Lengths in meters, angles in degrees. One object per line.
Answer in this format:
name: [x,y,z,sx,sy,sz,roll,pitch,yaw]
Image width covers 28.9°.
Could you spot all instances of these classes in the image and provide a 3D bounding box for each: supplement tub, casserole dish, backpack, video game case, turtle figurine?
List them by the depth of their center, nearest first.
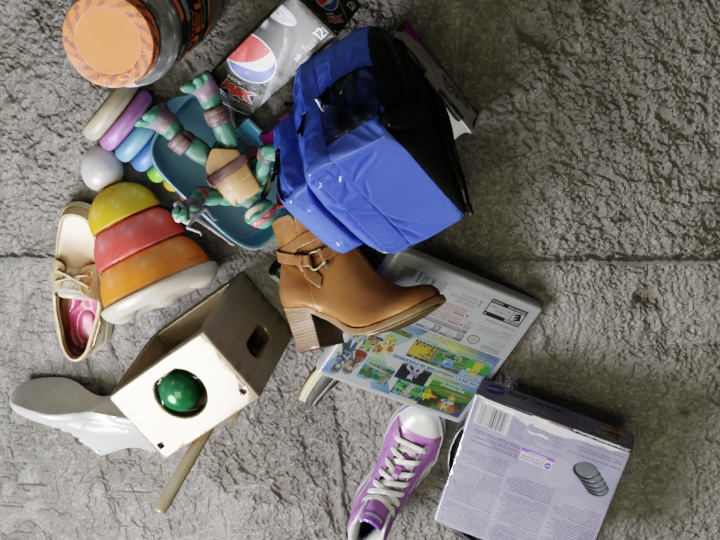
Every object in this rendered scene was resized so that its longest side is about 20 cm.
backpack: [-0.001,-0.135,1.380,0.167,0.200,0.163,-23,135,19]
supplement tub: [-0.226,-0.264,1.447,0.122,0.200,0.123,5,117,11]
turtle figurine: [-0.141,-0.105,1.483,0.150,0.101,0.200,-36,97,0]
casserole dish: [-0.151,-0.111,1.556,0.200,0.121,0.039,43,159,-18]
video game case: [0.078,0.075,1.590,0.200,0.022,0.183,21,116,-25]

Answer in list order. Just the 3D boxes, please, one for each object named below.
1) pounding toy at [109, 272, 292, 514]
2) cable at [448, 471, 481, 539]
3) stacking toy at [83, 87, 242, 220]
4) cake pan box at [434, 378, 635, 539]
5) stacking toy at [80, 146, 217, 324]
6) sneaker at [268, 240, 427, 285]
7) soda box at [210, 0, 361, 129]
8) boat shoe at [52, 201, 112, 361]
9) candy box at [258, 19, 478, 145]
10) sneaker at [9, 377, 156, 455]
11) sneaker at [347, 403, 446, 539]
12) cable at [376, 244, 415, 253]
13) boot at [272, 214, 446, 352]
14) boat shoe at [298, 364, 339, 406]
pounding toy: [-0.186,0.142,1.630,0.184,0.200,0.142,-34,104,25]
cable: [0.183,0.293,1.701,0.163,0.051,0.201,7,117,10]
stacking toy: [-0.211,-0.126,1.583,0.200,0.085,0.085,39,117,-13]
cake pan box: [0.197,0.241,1.628,0.199,0.052,0.185,18,113,10]
stacking toy: [-0.266,-0.052,1.621,0.146,0.146,0.201,-25,88,22]
sneaker: [0.000,0.000,1.597,0.199,0.074,0.089,-18,114,28]
soda box: [-0.091,-0.232,1.472,0.063,0.071,0.200,43,135,-11]
boat shoe: [-0.335,0.018,1.680,0.073,0.069,0.201,5,116,11]
candy box: [0.009,-0.157,1.522,0.200,0.061,0.136,-33,104,25]
sneaker: [-0.346,0.195,1.771,0.199,0.075,0.089,9,128,7]
sneaker: [0.042,0.254,1.681,0.072,0.114,0.201,24,117,2]
cable: [0.063,-0.051,1.484,0.097,0.200,0.051,-1,114,5]
boot: [-0.008,-0.005,1.503,0.200,0.077,0.156,-16,84,40]
boat shoe: [0.001,0.096,1.637,0.065,0.073,0.200,39,117,-1]
